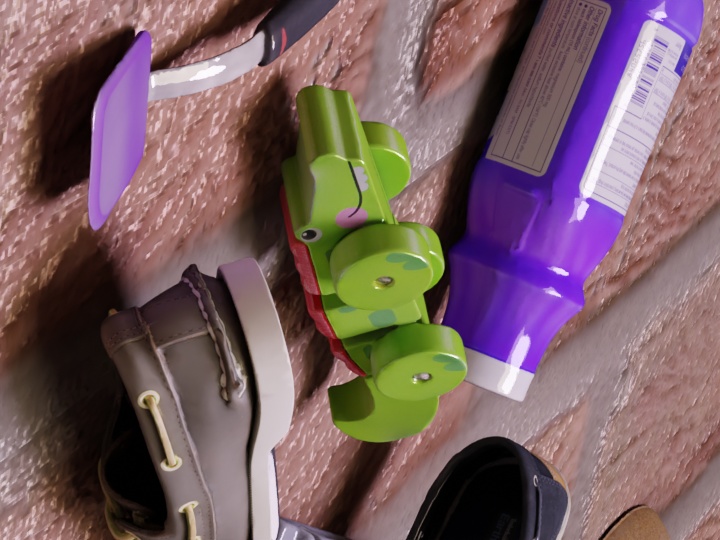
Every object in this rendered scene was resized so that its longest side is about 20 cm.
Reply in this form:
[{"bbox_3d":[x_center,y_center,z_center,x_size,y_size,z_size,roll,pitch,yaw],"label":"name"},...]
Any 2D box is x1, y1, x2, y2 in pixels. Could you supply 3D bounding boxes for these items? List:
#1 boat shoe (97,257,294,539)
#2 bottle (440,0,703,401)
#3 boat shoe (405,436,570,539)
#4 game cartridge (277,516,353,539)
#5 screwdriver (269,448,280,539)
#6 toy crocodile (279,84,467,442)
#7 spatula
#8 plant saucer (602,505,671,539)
[{"bbox_3d":[-0.065,0.065,1.059,0.060,0.072,0.202,-14,151,-15],"label":"boat shoe"},{"bbox_3d":[0.087,-0.042,1.312,0.200,0.065,0.084,-68,158,0],"label":"bottle"},{"bbox_3d":[0.033,0.160,1.278,0.200,0.075,0.062,-65,154,-21],"label":"boat shoe"},{"bbox_3d":[-0.031,0.177,1.282,0.133,0.041,0.200,-70,159,-5],"label":"game cartridge"},{"bbox_3d":[-0.041,0.148,1.174,0.029,0.028,0.200,-11,108,-20],"label":"screwdriver"},{"bbox_3d":[0.000,0.000,1.160,0.200,0.062,0.068,69,7,-57],"label":"toy crocodile"},{"bbox_3d":[-0.047,-0.073,1.022,0.200,0.021,0.057,-40,144,-51],"label":"spatula"},{"bbox_3d":[0.149,0.240,1.773,0.200,0.035,0.200,-49,152,-39],"label":"plant saucer"}]
